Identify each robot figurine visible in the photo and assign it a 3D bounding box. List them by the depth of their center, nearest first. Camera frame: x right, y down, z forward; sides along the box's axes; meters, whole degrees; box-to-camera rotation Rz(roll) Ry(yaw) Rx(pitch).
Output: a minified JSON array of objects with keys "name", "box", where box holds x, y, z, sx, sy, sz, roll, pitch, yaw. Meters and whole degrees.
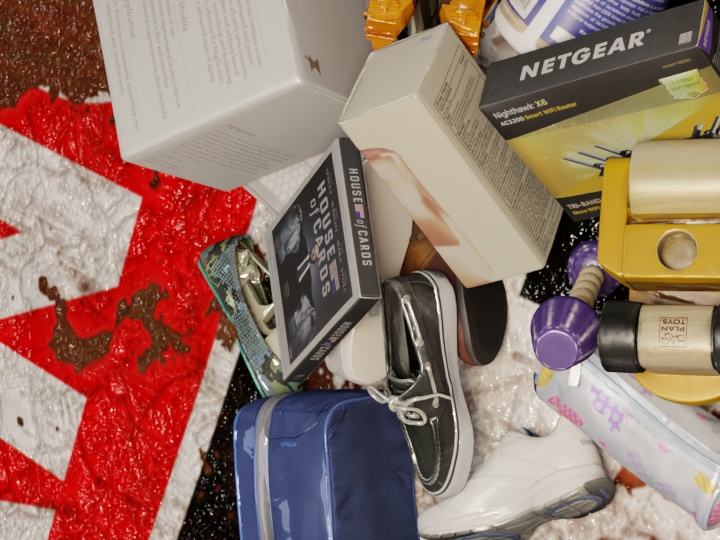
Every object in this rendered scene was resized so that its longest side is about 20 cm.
[{"name":"robot figurine","box":[0.067,-0.274,1.499,0.145,0.058,0.200,10,55,4]}]

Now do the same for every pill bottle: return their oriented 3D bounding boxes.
[{"name":"pill bottle","box":[0.208,-0.255,1.416,0.116,0.116,0.200,49,118,27]}]

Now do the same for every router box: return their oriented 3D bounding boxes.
[{"name":"router box","box":[0.220,-0.122,1.383,0.200,0.157,0.052,-13,46,37]}]

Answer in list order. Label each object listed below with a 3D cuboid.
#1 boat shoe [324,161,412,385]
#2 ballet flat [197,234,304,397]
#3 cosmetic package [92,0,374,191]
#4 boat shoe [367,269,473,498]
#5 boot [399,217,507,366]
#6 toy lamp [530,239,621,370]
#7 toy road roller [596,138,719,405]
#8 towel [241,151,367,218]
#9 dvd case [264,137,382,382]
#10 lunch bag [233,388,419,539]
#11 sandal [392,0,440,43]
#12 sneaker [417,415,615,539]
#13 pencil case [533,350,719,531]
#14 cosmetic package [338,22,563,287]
[{"name":"boat shoe","box":[0.000,0.000,1.549,0.068,0.072,0.200,6,97,52]},{"name":"ballet flat","box":[-0.092,0.050,1.682,0.074,0.074,0.200,-39,71,31]},{"name":"cosmetic package","box":[-0.105,-0.191,1.572,0.200,0.166,0.168,-20,72,27]},{"name":"boat shoe","box":[0.049,0.102,1.495,0.074,0.068,0.200,9,105,49]},{"name":"boot","box":[0.028,0.025,1.586,0.200,0.068,0.189,-27,74,35]},{"name":"toy lamp","box":[0.173,0.029,1.389,0.058,0.200,0.058,5,108,14]},{"name":"toy road roller","box":[0.261,0.005,1.360,0.123,0.146,0.200,0,79,22]},{"name":"towel","box":[-0.056,-0.154,1.652,0.200,0.032,0.191,42,102,29]},{"name":"dvd case","box":[-0.036,-0.006,1.524,0.200,0.025,0.151,131,136,-58]},{"name":"lunch bag","box":[-0.037,0.209,1.594,0.132,0.136,0.200,-3,89,38]},{"name":"sandal","box":[0.047,-0.186,1.553,0.054,0.080,0.200,-4,85,23]},{"name":"sneaker","box":[0.132,0.189,1.517,0.200,0.074,0.087,-26,59,31]},{"name":"pencil case","box":[0.236,0.123,1.413,0.083,0.091,0.200,-40,60,-18]},{"name":"cosmetic package","box":[0.081,-0.093,1.456,0.087,0.103,0.200,-16,124,36]}]
